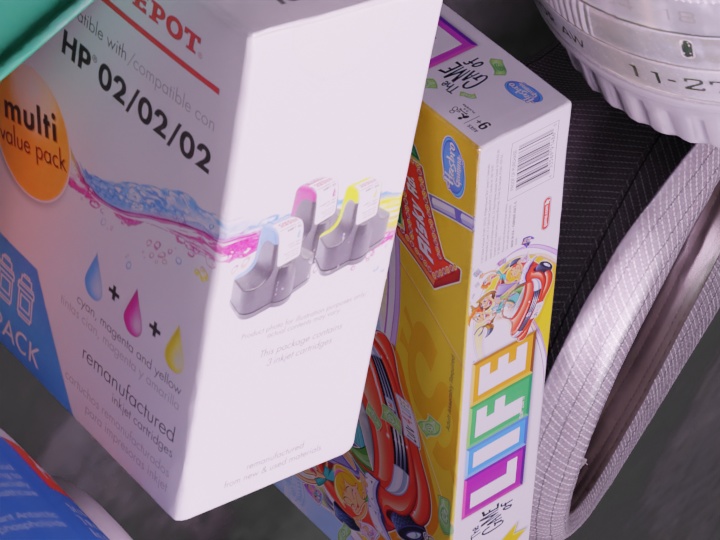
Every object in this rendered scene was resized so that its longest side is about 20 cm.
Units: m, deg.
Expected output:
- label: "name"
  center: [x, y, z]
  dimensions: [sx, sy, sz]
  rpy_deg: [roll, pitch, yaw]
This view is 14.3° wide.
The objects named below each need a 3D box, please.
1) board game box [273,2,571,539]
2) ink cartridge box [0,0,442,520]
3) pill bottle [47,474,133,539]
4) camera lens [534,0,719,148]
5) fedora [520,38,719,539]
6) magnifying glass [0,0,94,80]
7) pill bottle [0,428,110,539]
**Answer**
- label: "board game box"
  center: [0.000, 0.000, 0.858]
  dimensions: [0.034, 0.134, 0.200]
  rpy_deg: [-27, 139, -28]
- label: "ink cartridge box"
  center: [-0.045, -0.049, 0.779]
  dimensions: [0.068, 0.115, 0.201]
  rpy_deg: [-19, 134, -36]
- label: "pill bottle"
  center: [-0.137, 0.165, 0.881]
  dimensions: [0.200, 0.112, 0.113]
  rpy_deg: [-40, 144, -14]
- label: "camera lens"
  center: [0.109, -0.151, 0.812]
  dimensions: [0.160, 0.160, 0.200]
  rpy_deg: [-39, 144, -14]
- label: "fedora"
  center: [0.071, -0.010, 0.943]
  dimensions: [0.200, 0.090, 0.177]
  rpy_deg: [-58, 166, -18]
- label: "magnifying glass"
  center: [-0.105, -0.062, 0.751]
  dimensions: [0.022, 0.079, 0.200]
  rpy_deg: [-51, 167, -46]
- label: "pill bottle"
  center: [-0.113, 0.105, 0.776]
  dimensions: [0.112, 0.200, 0.112]
  rpy_deg: [-29, 141, -26]
